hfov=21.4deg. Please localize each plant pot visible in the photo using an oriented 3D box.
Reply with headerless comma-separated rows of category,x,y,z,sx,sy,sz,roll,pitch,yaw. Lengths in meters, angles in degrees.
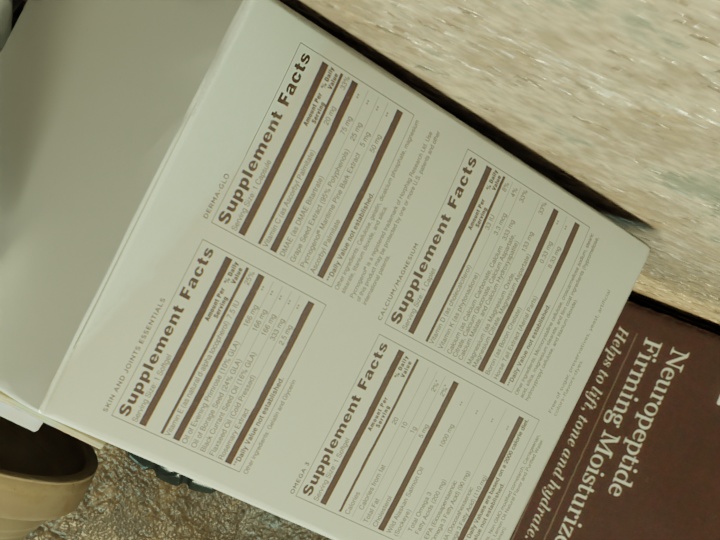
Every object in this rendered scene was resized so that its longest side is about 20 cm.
plant pot,-0.254,0.104,1.045,0.201,0.093,0.201,28,-173,-4

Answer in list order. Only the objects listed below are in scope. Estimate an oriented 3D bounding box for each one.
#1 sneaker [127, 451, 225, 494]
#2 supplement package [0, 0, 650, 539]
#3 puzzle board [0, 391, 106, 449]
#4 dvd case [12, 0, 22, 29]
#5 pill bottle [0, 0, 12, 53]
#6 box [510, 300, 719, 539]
sneaker,-0.132,0.053,1.090,0.200,0.079,0.075,32,146,4
supplement package,-0.035,0.001,0.695,0.200,0.151,0.152,29,175,-36
puzzle board,-0.200,0.004,0.757,0.151,0.017,0.200,39,-179,32
dvd case,-0.266,-0.105,0.827,0.200,0.025,0.150,15,-146,2
pill bottle,-0.240,-0.114,0.725,0.200,0.114,0.114,24,176,15
box,0.165,0.123,0.930,0.200,0.166,0.164,22,175,34
